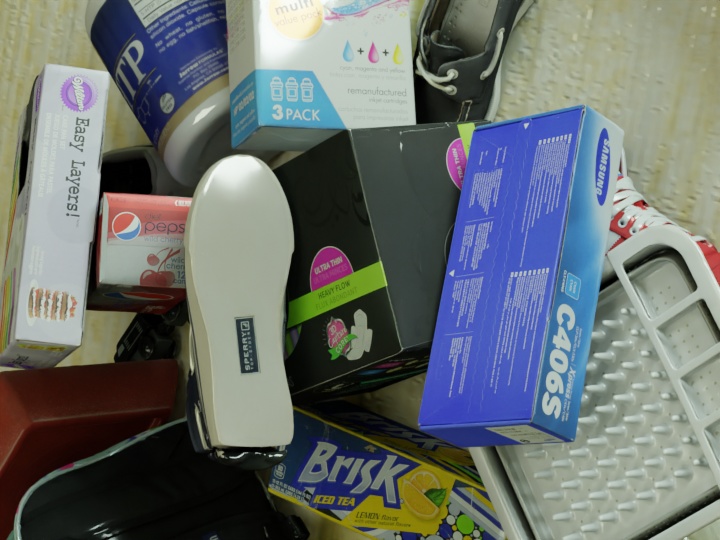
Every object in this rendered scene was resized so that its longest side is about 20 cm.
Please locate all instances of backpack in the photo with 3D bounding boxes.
[{"bbox_3d":[-0.161,0.217,1.390,0.178,0.199,0.151,57,140,19],"label":"backpack"}]

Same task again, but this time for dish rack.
[{"bbox_3d":[0.159,0.088,1.157,0.200,0.043,0.172,-36,67,30],"label":"dish rack"}]

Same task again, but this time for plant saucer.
[{"bbox_3d":[-0.237,0.157,1.440,0.037,0.199,0.200,45,115,26],"label":"plant saucer"}]

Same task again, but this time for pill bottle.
[{"bbox_3d":[-0.133,-0.173,1.409,0.120,0.119,0.201,-44,66,28],"label":"pill bottle"}]

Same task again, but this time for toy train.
[{"bbox_3d":[-0.132,0.009,1.467,0.200,0.034,0.046,-53,52,25],"label":"toy train"}]

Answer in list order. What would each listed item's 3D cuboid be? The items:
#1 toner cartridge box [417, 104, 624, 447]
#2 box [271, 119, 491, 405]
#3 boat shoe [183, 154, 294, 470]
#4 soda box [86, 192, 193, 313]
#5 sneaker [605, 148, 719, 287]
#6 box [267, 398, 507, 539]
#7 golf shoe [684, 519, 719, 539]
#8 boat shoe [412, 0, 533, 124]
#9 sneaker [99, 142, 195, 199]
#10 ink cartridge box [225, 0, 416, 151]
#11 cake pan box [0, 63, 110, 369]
[{"bbox_3d":[0.098,0.005,1.162,0.095,0.043,0.201,-7,64,45],"label":"toner cartridge box"},{"bbox_3d":[0.000,0.000,1.284,0.200,0.124,0.149,-25,76,52],"label":"box"},{"bbox_3d":[-0.088,0.031,1.248,0.093,0.074,0.201,159,112,-68],"label":"boat shoe"},{"bbox_3d":[-0.158,-0.009,1.356,0.200,0.070,0.064,156,117,-76],"label":"soda box"},{"bbox_3d":[0.178,-0.029,1.217,0.199,0.071,0.113,5,97,38],"label":"sneaker"},{"bbox_3d":[0.034,0.152,1.328,0.199,0.064,0.070,20,103,33],"label":"box"},{"bbox_3d":[0.145,0.148,1.225,0.200,0.075,0.092,35,75,31],"label":"golf shoe"},{"bbox_3d":[0.069,-0.154,1.299,0.074,0.060,0.201,37,112,24],"label":"boat shoe"},{"bbox_3d":[-0.203,-0.057,1.484,0.199,0.088,0.075,-25,78,35],"label":"sneaker"},{"bbox_3d":[-0.030,-0.186,1.318,0.068,0.114,0.201,151,118,-67],"label":"ink cartridge box"},{"bbox_3d":[-0.219,-0.036,1.352,0.184,0.052,0.201,160,116,-72],"label":"cake pan box"}]
